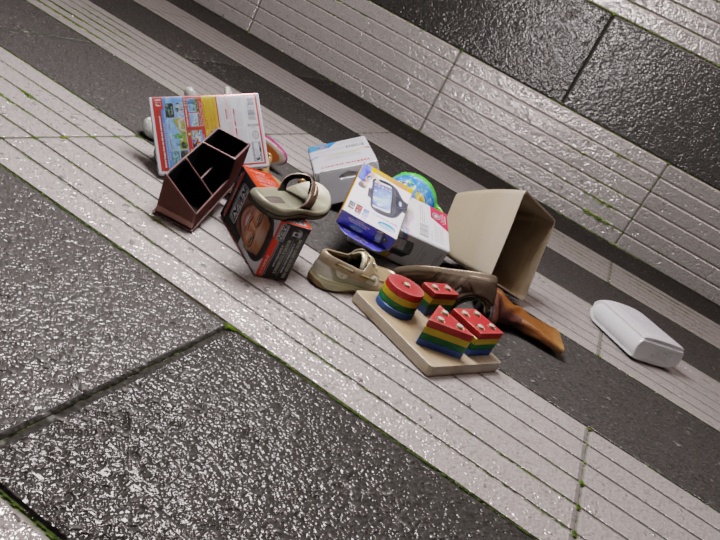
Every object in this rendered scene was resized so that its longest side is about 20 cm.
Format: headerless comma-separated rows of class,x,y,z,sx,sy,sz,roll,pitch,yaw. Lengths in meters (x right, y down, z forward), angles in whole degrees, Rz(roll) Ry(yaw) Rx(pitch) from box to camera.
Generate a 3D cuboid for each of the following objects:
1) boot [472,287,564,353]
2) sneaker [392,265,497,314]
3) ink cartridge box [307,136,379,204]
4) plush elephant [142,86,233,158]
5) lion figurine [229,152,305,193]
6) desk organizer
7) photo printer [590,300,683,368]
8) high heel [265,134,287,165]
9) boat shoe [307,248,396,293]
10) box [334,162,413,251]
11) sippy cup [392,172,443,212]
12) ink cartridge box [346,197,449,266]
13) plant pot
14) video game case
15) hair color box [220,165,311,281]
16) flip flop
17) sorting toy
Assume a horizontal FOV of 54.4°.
boot,0.313,0.112,1.391,0.200,0.069,0.188,35,12,-3
sneaker,0.153,0.035,1.310,0.199,0.076,0.070,5,-8,15
ink cartridge box,-0.038,-0.231,1.611,0.144,0.085,0.200,-12,26,-3
plush elephant,-0.305,-0.284,1.369,0.199,0.155,0.165,16,23,-28
lion figurine,-0.167,-0.151,1.352,0.199,0.073,0.123,31,37,-9
desk organizer,-0.257,-0.156,1.158,0.071,0.077,0.200,27,36,-2
photo printer,0.670,0.148,1.724,0.166,0.070,0.200,17,22,-29
high heel,-0.229,-0.299,1.641,0.199,0.068,0.096,23,26,27
boat shoe,0.000,0.000,1.210,0.199,0.065,0.072,8,28,-44
box,0.027,-0.121,1.363,0.119,0.042,0.200,28,39,-7
sippy cup,0.096,-0.144,1.614,0.177,0.140,0.130,-10,18,26
ink cartridge box,0.081,-0.092,1.471,0.199,0.086,0.148,23,36,-12
plant pot,0.289,-0.073,1.558,0.177,0.201,0.199,22,-3,37
video game case,-0.275,-0.250,1.278,0.199,0.144,0.017,-7,-6,-20
hair color box,-0.159,-0.081,1.146,0.061,0.102,0.200,14,24,-36
flip flop,-0.100,-0.122,1.090,0.081,0.058,0.200,36,21,19
sorting toy,0.123,0.081,1.168,0.198,0.070,0.200,5,30,-47
